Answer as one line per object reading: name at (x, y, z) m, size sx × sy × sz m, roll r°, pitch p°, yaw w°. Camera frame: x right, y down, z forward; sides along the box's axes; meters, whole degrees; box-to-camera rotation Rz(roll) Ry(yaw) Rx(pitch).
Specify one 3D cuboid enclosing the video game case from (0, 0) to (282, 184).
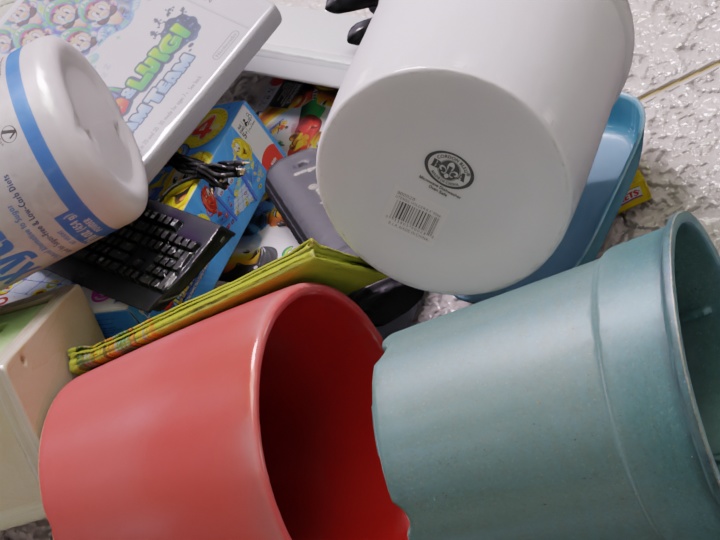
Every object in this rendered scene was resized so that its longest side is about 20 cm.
video game case at (-0.181, -0.137, 1.634) m, size 0.182 × 0.024 × 0.200 m, roll 28°, pitch 70°, yaw 30°

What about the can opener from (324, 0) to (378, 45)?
can opener at (0.033, -0.194, 1.725) m, size 0.079 × 0.063 × 0.200 m, roll -47°, pitch -4°, yaw 27°

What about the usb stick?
usb stick at (-0.013, -0.025, 1.561) m, size 0.055 × 0.033 × 0.200 m, roll -27°, pitch 34°, yaw -5°

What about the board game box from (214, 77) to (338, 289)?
board game box at (-0.048, -0.055, 1.693) m, size 0.126 × 0.035 × 0.200 m, roll 10°, pitch 54°, yaw 30°

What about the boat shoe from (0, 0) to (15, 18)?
boat shoe at (-0.190, -0.174, 1.744) m, size 0.199 × 0.073 × 0.062 m, roll 3°, pitch 20°, yaw 35°

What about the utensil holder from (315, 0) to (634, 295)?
utensil holder at (0.072, -0.104, 1.470) m, size 0.169 × 0.171 × 0.200 m, roll -4°, pitch 31°, yaw 18°

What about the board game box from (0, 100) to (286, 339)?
board game box at (-0.176, -0.019, 1.658) m, size 0.199 × 0.056 × 0.196 m, roll -7°, pitch 43°, yaw 38°

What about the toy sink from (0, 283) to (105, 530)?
toy sink at (-0.267, 0.099, 1.532) m, size 0.199 × 0.112 × 0.130 m, roll -17°, pitch 17°, yaw 23°

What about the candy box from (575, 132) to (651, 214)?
candy box at (0.120, -0.097, 1.671) m, size 0.102 × 0.026 × 0.200 m, roll -27°, pitch 44°, yaw 2°

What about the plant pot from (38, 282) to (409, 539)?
plant pot at (-0.085, 0.118, 1.448) m, size 0.177 × 0.201 × 0.201 m, roll -11°, pitch 44°, yaw 28°

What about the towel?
towel at (-0.083, 0.027, 1.480) m, size 0.199 × 0.086 × 0.018 m, roll -24°, pitch 71°, yaw 29°

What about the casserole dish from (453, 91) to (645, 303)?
casserole dish at (0.119, -0.046, 1.580) m, size 0.121 × 0.039 × 0.201 m, roll 8°, pitch 56°, yaw 30°

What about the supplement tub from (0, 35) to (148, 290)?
supplement tub at (-0.248, -0.050, 1.516) m, size 0.199 × 0.132 × 0.132 m, roll -28°, pitch 43°, yaw 11°

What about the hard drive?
hard drive at (-0.052, -0.169, 1.765) m, size 0.199 × 0.026 × 0.132 m, roll 12°, pitch 21°, yaw 31°

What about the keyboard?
keyboard at (-0.147, -0.039, 1.585) m, size 0.127 × 0.021 × 0.200 m, roll -48°, pitch 35°, yaw -17°

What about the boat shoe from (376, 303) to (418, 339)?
boat shoe at (0.000, 0.000, 1.602) m, size 0.066 × 0.070 × 0.201 m, roll 0°, pitch 48°, yaw 32°

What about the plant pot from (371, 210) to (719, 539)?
plant pot at (0.123, 0.086, 1.395) m, size 0.195 × 0.201 × 0.201 m, roll -14°, pitch 44°, yaw 20°
